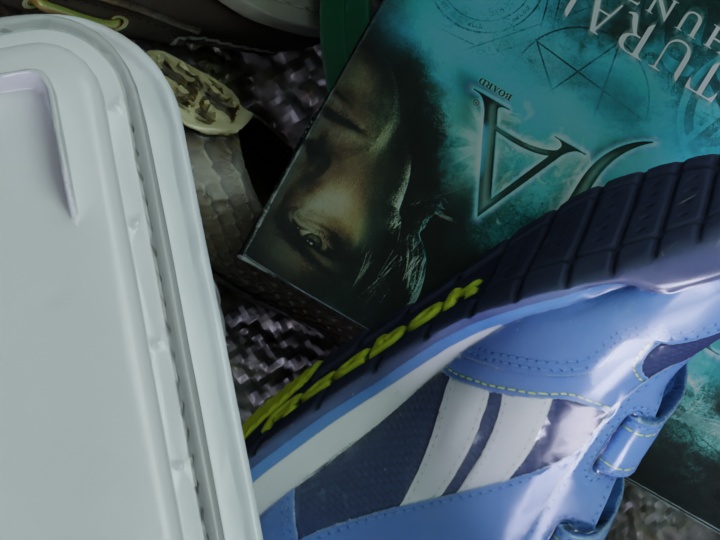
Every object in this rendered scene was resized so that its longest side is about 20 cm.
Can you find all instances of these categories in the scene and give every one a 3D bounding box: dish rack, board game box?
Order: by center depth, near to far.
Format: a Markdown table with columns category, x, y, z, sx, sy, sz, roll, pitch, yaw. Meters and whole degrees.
| category | x | y | z | sx | sy | sz | roll | pitch | yaw |
| --- | --- | --- | --- | --- | --- | --- | --- | --- | --- |
| dish rack | -0.108 | 0.043 | 0.534 | 0.171 | 0.044 | 0.201 | -11 | 74 | -4 |
| board game box | 0.084 | -0.012 | 0.708 | 0.199 | 0.136 | 0.028 | 30 | 16 | -2 |

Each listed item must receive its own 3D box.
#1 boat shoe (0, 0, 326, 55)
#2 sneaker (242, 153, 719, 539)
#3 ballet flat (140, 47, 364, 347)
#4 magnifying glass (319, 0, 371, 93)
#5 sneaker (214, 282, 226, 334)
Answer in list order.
| category | x | y | z | sx | sy | sz | roll | pitch | yaw |
| --- | --- | --- | --- | --- | --- | --- | --- | --- | --- |
| boat shoe | -0.078 | -0.101 | 0.756 | 0.200 | 0.059 | 0.072 | 15 | 50 | -48 |
| sneaker | 0.045 | 0.040 | 0.675 | 0.082 | 0.200 | 0.074 | 53 | 29 | -7 |
| ballet flat | 0.000 | 0.000 | 0.769 | 0.200 | 0.046 | 0.067 | 44 | 30 | -12 |
| magnifying glass | 0.013 | -0.108 | 0.824 | 0.080 | 0.022 | 0.201 | 47 | 39 | -50 |
| sneaker | -0.093 | 0.062 | 0.678 | 0.075 | 0.082 | 0.200 | 46 | 56 | -9 |
